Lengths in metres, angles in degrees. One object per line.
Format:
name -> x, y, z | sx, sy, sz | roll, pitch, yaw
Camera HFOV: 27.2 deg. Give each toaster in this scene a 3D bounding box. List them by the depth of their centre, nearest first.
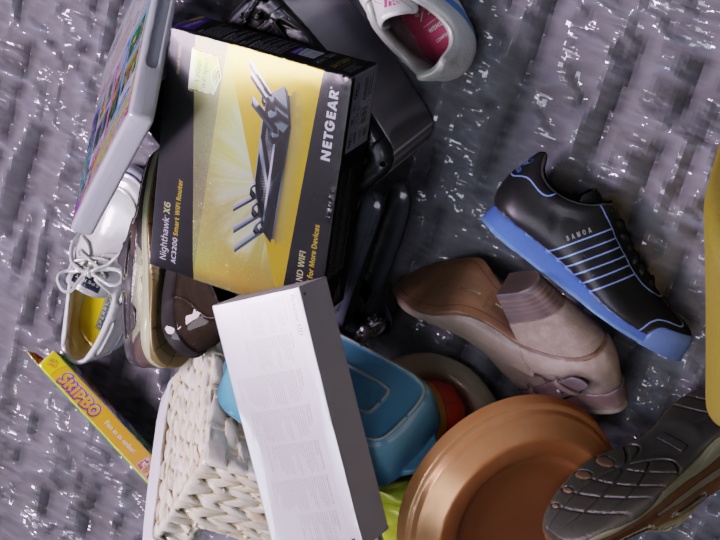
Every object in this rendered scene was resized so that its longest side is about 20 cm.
toaster -> -0.057, -0.130, 1.228 | 0.200, 0.119, 0.181 | -38, 91, 31

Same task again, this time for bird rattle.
bird rattle -> 0.073, 0.142, 1.258 | 0.113, 0.198, 0.164 | 108, 146, -62

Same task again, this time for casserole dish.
casserole dish -> -0.025, 0.098, 1.215 | 0.199, 0.121, 0.039 | 26, 134, 22

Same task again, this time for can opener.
can opener -> 0.000, 0.000, 1.241 | 0.079, 0.063, 0.201 | 48, 149, 21

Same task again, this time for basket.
basket -> -0.100, 0.153, 1.286 | 0.134, 0.201, 0.124 | 19, 125, -16

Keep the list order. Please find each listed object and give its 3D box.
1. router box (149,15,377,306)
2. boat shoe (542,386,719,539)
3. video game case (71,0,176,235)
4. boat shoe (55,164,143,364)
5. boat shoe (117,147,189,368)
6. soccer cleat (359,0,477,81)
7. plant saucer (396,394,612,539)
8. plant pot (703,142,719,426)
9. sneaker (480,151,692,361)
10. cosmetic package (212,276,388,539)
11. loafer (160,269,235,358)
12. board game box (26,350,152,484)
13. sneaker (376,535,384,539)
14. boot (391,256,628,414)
router box -> -0.078, -0.080, 1.158 | 0.156, 0.052, 0.202 | 17, 115, 19
boat shoe -> 0.236, 0.173, 1.177 | 0.076, 0.199, 0.074 | 35, 151, 54
video game case -> -0.191, -0.151, 1.223 | 0.023, 0.184, 0.200 | 16, 150, -18
boat shoe -> -0.245, 0.001, 1.384 | 0.074, 0.086, 0.203 | 28, 119, 13
boat shoe -> -0.186, -0.012, 1.327 | 0.066, 0.071, 0.203 | -9, 75, 35
soccer cleat -> 0.022, -0.236, 1.170 | 0.070, 0.086, 0.201 | -35, 92, 31
plant saucer -> 0.126, 0.198, 1.198 | 0.037, 0.198, 0.202 | -138, 46, -57
plant pot -> 0.332, 0.025, 1.057 | 0.194, 0.200, 0.196 | 4, 111, 25
sneaker -> 0.194, -0.011, 1.184 | 0.199, 0.070, 0.078 | 37, 100, -1
cosmetic package -> -0.045, 0.112, 1.139 | 0.082, 0.051, 0.202 | -11, 94, 30
loafer -> -0.125, -0.024, 1.285 | 0.071, 0.073, 0.202 | -16, 64, 28
board game box -> -0.242, 0.147, 1.437 | 0.200, 0.096, 0.030 | 44, 82, 3
sneaker -> 0.034, 0.202, 1.327 | 0.199, 0.088, 0.082 | 37, 120, 9
boot -> 0.128, 0.064, 1.243 | 0.199, 0.070, 0.147 | 4, 135, 54
